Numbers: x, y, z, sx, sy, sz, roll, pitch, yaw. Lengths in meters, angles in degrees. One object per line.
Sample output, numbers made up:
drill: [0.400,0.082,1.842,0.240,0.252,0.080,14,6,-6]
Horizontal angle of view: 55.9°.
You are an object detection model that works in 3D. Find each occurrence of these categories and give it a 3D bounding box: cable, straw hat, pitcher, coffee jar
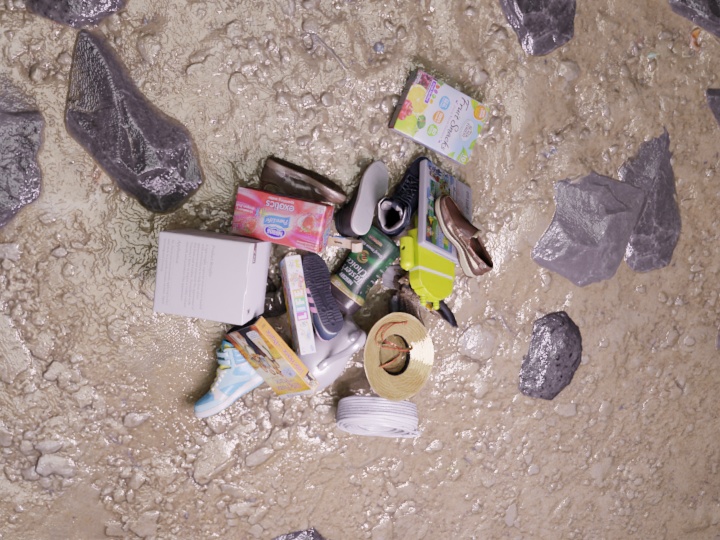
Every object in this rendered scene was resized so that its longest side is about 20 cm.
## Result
cable: [0.039,0.343,1.601,0.196,0.200,0.071,-2,66,15]
straw hat: [0.070,0.190,1.560,0.197,0.085,0.206,-3,96,-29]
pitcher: [-0.073,0.192,1.551,0.199,0.172,0.122,-37,98,-5]
coffee jar: [0.000,0.000,1.567,0.104,0.085,0.201,36,91,13]

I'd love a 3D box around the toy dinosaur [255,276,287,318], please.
toy dinosaur: [-0.203,0.070,1.556,0.197,0.077,0.104,-25,118,-14]

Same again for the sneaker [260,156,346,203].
sneaker: [-0.130,-0.185,1.525,0.197,0.071,0.076,24,112,-12]

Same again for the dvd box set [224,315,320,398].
dvd box set: [-0.193,0.194,1.478,0.201,0.145,0.029,52,52,-16]

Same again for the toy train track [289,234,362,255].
toy train track: [-0.093,-0.065,1.519,0.196,0.033,0.116,10,130,12]

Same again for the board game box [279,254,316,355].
board game box: [-0.137,0.075,1.458,0.034,0.134,0.205,-9,87,-13]

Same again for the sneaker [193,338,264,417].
sneaker: [-0.316,0.234,1.550,0.198,0.079,0.132,-33,109,-15]

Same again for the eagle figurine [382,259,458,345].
eagle figurine: [0.138,0.079,1.603,0.149,0.152,0.203,-12,122,12]

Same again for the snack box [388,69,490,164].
snack box: [0.181,-0.352,1.565,0.197,0.053,0.144,23,96,-18]

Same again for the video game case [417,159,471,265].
video game case: [0.195,-0.126,1.546,0.181,0.022,0.204,23,63,-42]

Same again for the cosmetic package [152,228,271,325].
cosmetic package: [-0.306,0.007,1.424,0.196,0.165,0.169,9,96,6]

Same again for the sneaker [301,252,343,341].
sneaker: [-0.098,0.062,1.515,0.069,0.082,0.203,-3,63,-26]

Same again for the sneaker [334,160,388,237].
sneaker: [-0.003,-0.161,1.553,0.070,0.098,0.203,35,60,-27]

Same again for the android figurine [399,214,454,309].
android figurine: [0.155,-0.017,1.513,0.180,0.041,0.205,14,70,-44]

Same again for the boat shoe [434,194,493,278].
boat shoe: [0.237,-0.083,1.507,0.075,0.074,0.204,-46,113,-43]

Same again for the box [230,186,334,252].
box: [-0.166,-0.110,1.454,0.196,0.095,0.105,14,98,7]

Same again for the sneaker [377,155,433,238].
sneaker: [0.104,-0.171,1.530,0.076,0.146,0.205,26,94,12]
